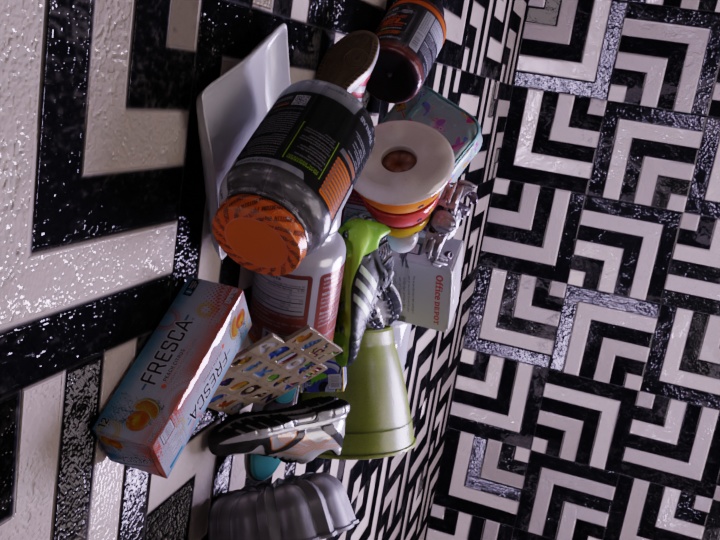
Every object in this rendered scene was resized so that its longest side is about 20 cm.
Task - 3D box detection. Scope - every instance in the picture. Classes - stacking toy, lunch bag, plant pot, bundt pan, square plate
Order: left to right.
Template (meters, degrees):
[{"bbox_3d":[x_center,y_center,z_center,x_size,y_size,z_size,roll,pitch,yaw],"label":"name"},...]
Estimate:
[{"bbox_3d":[-0.127,-0.146,0.916,0.198,0.028,0.200,-59,156,-49],"label":"square plate"},{"bbox_3d":[-0.107,0.312,1.077,0.202,0.202,0.076,21,57,-75],"label":"bundt pan"},{"bbox_3d":[-0.011,0.183,1.339,0.200,0.200,0.193,-10,99,-74],"label":"plant pot"},{"bbox_3d":[0.059,-0.097,1.163,0.200,0.146,0.146,81,26,-54],"label":"stacking toy"},{"bbox_3d":[0.088,-0.193,1.353,0.200,0.160,0.077,-51,167,-3],"label":"lunch bag"}]

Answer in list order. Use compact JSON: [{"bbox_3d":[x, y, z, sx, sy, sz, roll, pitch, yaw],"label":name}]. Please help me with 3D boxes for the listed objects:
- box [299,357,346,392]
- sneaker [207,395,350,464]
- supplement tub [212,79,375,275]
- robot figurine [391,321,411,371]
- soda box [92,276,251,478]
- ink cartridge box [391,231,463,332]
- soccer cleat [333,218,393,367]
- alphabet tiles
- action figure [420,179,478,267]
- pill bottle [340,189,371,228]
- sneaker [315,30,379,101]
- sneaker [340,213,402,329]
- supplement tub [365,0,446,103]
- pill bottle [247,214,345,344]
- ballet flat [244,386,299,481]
[{"bbox_3d":[-0.055,0.068,1.168,0.070,0.064,0.200,-40,128,-87],"label":"box"},{"bbox_3d":[-0.099,0.219,1.066,0.200,0.074,0.080,-5,101,-32],"label":"sneaker"},{"bbox_3d":[-0.070,-0.098,0.873,0.123,0.122,0.200,85,23,-48],"label":"supplement tub"},{"bbox_3d":[0.033,0.136,1.556,0.170,0.113,0.200,-122,-142,-70],"label":"robot figurine"},{"bbox_3d":[-0.183,0.103,0.835,0.064,0.068,0.200,86,23,-48],"label":"soda box"},{"bbox_3d":[0.067,0.008,1.407,0.084,0.200,0.146,-62,159,-44],"label":"ink cartridge box"},{"bbox_3d":[0.002,0.031,1.103,0.068,0.081,0.200,21,-73,61],"label":"soccer cleat"},{"bbox_3d":[-0.111,0.122,0.990,0.006,0.166,0.200,62,5,22],"label":"alphabet tiles"},{"bbox_3d":[0.128,-0.075,1.232,0.130,0.069,0.200,-59,-178,8],"label":"action figure"},{"bbox_3d":[0.004,-0.103,1.260,0.112,0.112,0.200,-27,128,-71],"label":"pill bottle"},{"bbox_3d":[-0.022,-0.225,1.146,0.200,0.071,0.112,-65,158,-16],"label":"sneaker"},{"bbox_3d":[0.000,0.000,1.188,0.077,0.080,0.200,-28,133,-18],"label":"sneaker"},{"bbox_3d":[0.073,-0.361,1.316,0.107,0.107,0.200,86,22,-46],"label":"supplement tub"},{"bbox_3d":[-0.078,0.007,1.028,0.112,0.112,0.200,-52,156,-57],"label":"pill bottle"},{"bbox_3d":[-0.123,0.183,1.128,0.069,0.069,0.200,18,85,-75],"label":"ballet flat"}]
